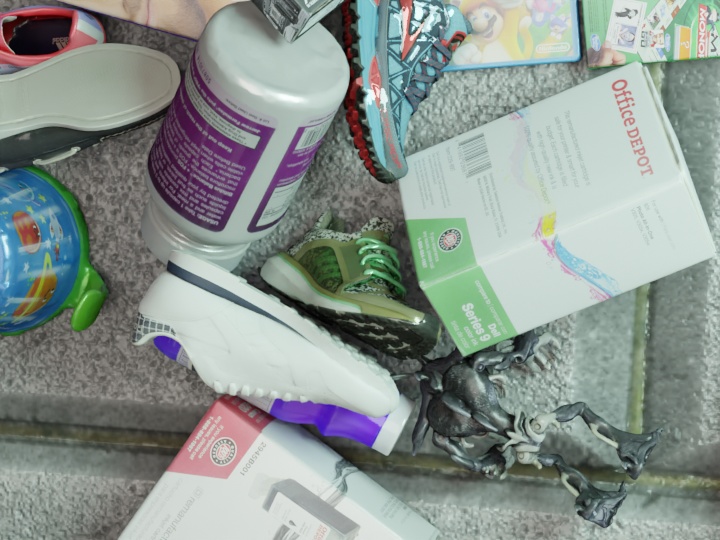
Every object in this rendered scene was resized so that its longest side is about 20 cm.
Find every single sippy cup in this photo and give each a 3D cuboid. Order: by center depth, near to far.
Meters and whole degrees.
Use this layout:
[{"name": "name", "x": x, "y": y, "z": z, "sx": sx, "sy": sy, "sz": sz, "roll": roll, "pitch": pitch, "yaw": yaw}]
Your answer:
[{"name": "sippy cup", "x": -0.289, "y": -0.013, "z": 1.635, "sx": 0.177, "sy": 0.130, "sz": 0.140, "roll": -9, "pitch": 93, "yaw": 11}]

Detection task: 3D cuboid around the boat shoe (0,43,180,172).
[{"name": "boat shoe", "x": -0.225, "y": -0.115, "z": 1.611, "sx": 0.199, "sy": 0.060, "sz": 0.074, "roll": -14, "pitch": 59, "yaw": 7}]

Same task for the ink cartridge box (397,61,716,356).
[{"name": "ink cartridge box", "x": 0.138, "y": -0.045, "z": 1.540, "sx": 0.199, "sy": 0.146, "sz": 0.088, "roll": -24, "pitch": 129, "yaw": 12}]

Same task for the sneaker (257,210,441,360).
[{"name": "sneaker", "x": 0.000, "y": 0.000, "z": 1.574, "sx": 0.077, "sy": 0.200, "sz": 0.089, "roll": 34, "pitch": 85, "yaw": -37}]

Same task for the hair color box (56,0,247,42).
[{"name": "hair color box", "x": -0.131, "y": -0.232, "z": 1.620, "sx": 0.199, "sy": 0.065, "sz": 0.110, "roll": 16, "pitch": 98, "yaw": 10}]

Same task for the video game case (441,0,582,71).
[{"name": "video game case", "x": 0.087, "y": -0.251, "z": 1.602, "sx": 0.142, "sy": 0.018, "sz": 0.201, "roll": -3, "pitch": 95, "yaw": 11}]

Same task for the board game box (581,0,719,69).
[{"name": "board game box", "x": 0.225, "y": -0.252, "z": 1.572, "sx": 0.134, "sy": 0.029, "sz": 0.201, "roll": -4, "pitch": 95, "yaw": 10}]

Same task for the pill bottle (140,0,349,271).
[{"name": "pill bottle", "x": -0.092, "y": -0.091, "z": 1.572, "sx": 0.112, "sy": 0.112, "sz": 0.200, "roll": 34, "pitch": 130, "yaw": 5}]

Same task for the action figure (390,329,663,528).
[{"name": "action figure", "x": 0.114, "y": 0.109, "z": 1.592, "sx": 0.200, "sy": 0.102, "sz": 0.119, "roll": 30, "pitch": 104, "yaw": 8}]

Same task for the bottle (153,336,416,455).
[{"name": "bottle", "x": -0.055, "y": 0.072, "z": 1.625, "sx": 0.200, "sy": 0.084, "sz": 0.065, "roll": 29, "pitch": 122, "yaw": 3}]

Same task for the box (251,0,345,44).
[{"name": "box", "x": -0.027, "y": -0.280, "z": 1.517, "sx": 0.158, "sy": 0.050, "sz": 0.200, "roll": 48, "pitch": 64, "yaw": 1}]

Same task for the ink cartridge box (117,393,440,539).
[{"name": "ink cartridge box", "x": -0.061, "y": 0.204, "z": 1.640, "sx": 0.200, "sy": 0.085, "sz": 0.146, "roll": 36, "pitch": 101, "yaw": 3}]

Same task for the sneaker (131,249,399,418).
[{"name": "sneaker", "x": -0.067, "y": 0.062, "z": 1.556, "sx": 0.200, "sy": 0.076, "sz": 0.081, "roll": 29, "pitch": 88, "yaw": 7}]

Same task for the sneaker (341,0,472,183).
[{"name": "sneaker", "x": 0.036, "y": -0.164, "z": 1.562, "sx": 0.095, "sy": 0.079, "sz": 0.201, "roll": -1, "pitch": 84, "yaw": -5}]

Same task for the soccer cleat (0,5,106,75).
[{"name": "soccer cleat", "x": -0.293, "y": -0.172, "z": 1.642, "sx": 0.199, "sy": 0.076, "sz": 0.067, "roll": -4, "pitch": 75, "yaw": 7}]
